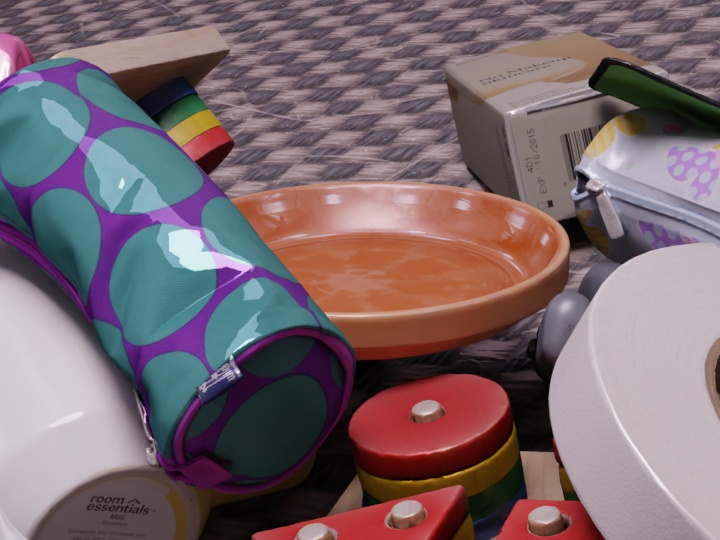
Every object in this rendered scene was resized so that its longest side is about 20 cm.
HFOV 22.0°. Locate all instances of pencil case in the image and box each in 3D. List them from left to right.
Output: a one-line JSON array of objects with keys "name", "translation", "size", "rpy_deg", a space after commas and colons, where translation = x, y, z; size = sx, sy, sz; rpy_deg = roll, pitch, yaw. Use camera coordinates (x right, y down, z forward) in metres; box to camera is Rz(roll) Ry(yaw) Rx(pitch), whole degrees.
[{"name": "pencil case", "translation": [-0.092, -0.001, 0.773], "size": [0.092, 0.085, 0.200], "rpy_deg": [-36, 57, -10]}, {"name": "pencil case", "translation": [0.190, -0.023, 0.890], "size": [0.090, 0.084, 0.200], "rpy_deg": [20, 3, -37]}]

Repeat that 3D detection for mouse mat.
[{"name": "mouse mat", "translation": [0.212, -0.065, 0.955], "size": [0.198, 0.008, 0.161], "rpy_deg": [22, 2, 3]}]

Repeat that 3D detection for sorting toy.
[{"name": "sorting toy", "translation": [-0.164, -0.038, 1.027], "size": [0.199, 0.070, 0.200], "rpy_deg": [-41, -4, 22]}, {"name": "sorting toy", "translation": [0.055, 0.110, 0.727], "size": [0.197, 0.070, 0.200], "rpy_deg": [-1, 26, 26]}]

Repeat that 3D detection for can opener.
[{"name": "can opener", "translation": [0.106, 0.020, 0.849], "size": [0.053, 0.068, 0.200], "rpy_deg": [7, -7, 5]}]

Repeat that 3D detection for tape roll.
[{"name": "tape roll", "translation": [0.165, 0.070, 0.679], "size": [0.201, 0.037, 0.204], "rpy_deg": [18, 37, -14]}]

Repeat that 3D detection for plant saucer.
[{"name": "plant saucer", "translation": [0.000, 0.000, 0.880], "size": [0.198, 0.033, 0.200], "rpy_deg": [-2, 18, 1]}]

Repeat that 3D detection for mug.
[{"name": "mug", "translation": [-0.124, 0.068, 0.835], "size": [0.186, 0.150, 0.153], "rpy_deg": [-30, 41, -11]}]

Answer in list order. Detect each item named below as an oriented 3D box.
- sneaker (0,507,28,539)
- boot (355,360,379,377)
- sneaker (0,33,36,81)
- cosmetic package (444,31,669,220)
[{"name": "sneaker", "translation": [-0.149, 0.141, 0.722], "size": [0.073, 0.080, 0.200], "rpy_deg": [-18, 59, -35]}, {"name": "boot", "translation": [-0.065, 0.004, 1.055], "size": [0.198, 0.073, 0.181], "rpy_deg": [8, 22, 30]}, {"name": "sneaker", "translation": [-0.204, -0.020, 0.897], "size": [0.087, 0.202, 0.074], "rpy_deg": [13, 23, 2]}, {"name": "cosmetic package", "translation": [0.122, -0.092, 1.146], "size": [0.104, 0.072, 0.200], "rpy_deg": [-15, 15, -5]}]
